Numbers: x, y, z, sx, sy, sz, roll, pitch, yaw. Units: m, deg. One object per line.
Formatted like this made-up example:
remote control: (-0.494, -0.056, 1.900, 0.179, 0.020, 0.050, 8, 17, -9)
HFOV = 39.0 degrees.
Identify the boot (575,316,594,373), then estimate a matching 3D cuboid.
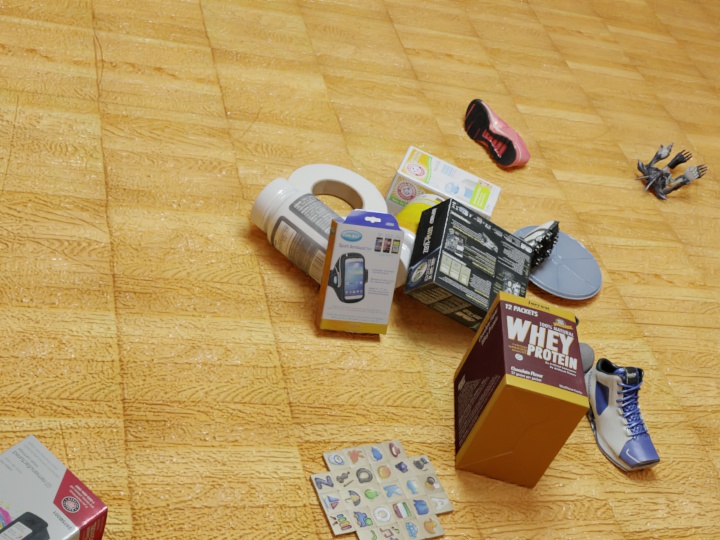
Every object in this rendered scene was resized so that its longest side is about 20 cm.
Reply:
boot: (0.343, 0.125, 1.729, 0.198, 0.132, 0.070, -7, 47, -32)

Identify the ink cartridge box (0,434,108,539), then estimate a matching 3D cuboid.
ink cartridge box: (-0.419, 0.310, 1.184, 0.145, 0.083, 0.200, 37, 41, 16)

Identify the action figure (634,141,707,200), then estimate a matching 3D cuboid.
action figure: (0.716, -0.234, 2.345, 0.199, 0.102, 0.119, -20, 67, -42)

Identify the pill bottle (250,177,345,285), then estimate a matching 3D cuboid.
pill bottle: (-0.088, -0.064, 1.744, 0.200, 0.114, 0.113, 39, 42, 18)

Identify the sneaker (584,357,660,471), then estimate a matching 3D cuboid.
sneaker: (0.429, 0.223, 1.675, 0.080, 0.116, 0.200, -5, 49, -29)

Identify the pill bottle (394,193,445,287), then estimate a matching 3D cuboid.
pill bottle: (0.092, -0.050, 1.820, 0.109, 0.110, 0.200, 32, 40, 11)

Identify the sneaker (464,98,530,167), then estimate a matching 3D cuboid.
sneaker: (0.304, -0.299, 2.253, 0.086, 0.074, 0.201, 2, 46, -44)

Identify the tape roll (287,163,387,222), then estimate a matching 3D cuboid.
tape roll: (-0.047, -0.122, 1.891, 0.201, 0.037, 0.204, 13, 40, -11)

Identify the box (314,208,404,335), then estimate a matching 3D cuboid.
box: (0.000, 0.000, 1.657, 0.118, 0.202, 0.041, 7, 10, -20)

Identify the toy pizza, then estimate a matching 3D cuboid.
toy pizza: (0.377, -0.012, 1.980, 0.198, 0.032, 0.201, 14, 41, -13)

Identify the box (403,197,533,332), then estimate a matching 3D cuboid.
box: (0.188, -0.002, 1.741, 0.199, 0.086, 0.165, 27, 62, -27)

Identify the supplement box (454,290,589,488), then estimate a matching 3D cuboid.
supplement box: (0.240, 0.182, 1.563, 0.132, 0.198, 0.201, 16, 39, -9)

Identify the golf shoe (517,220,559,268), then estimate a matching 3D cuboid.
golf shoe: (0.290, -0.038, 1.892, 0.094, 0.078, 0.200, 34, 64, 31)

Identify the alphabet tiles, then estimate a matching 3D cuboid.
alphabet tiles: (0.032, 0.320, 1.457, 0.198, 0.006, 0.167, -4, 46, -29)

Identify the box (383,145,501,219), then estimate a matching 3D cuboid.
box: (0.153, -0.136, 1.953, 0.199, 0.102, 0.113, 26, 39, 3)
